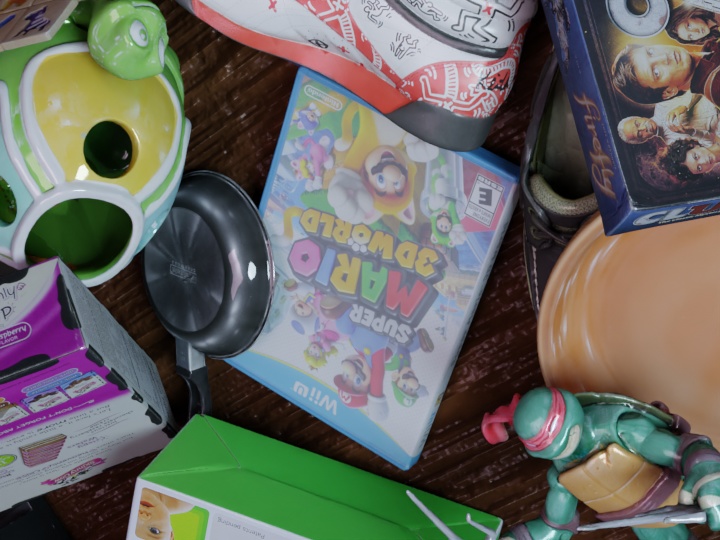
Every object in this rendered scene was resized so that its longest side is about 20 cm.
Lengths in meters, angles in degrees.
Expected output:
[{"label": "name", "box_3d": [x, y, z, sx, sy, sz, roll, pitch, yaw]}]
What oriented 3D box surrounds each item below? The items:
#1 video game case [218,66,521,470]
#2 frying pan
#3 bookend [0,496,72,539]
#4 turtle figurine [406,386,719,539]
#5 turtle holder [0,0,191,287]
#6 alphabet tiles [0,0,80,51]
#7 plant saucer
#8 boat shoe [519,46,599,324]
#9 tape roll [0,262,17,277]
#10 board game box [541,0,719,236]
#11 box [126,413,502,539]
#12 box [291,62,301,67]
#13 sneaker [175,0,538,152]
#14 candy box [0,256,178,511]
[{"label": "video game case", "box_3d": [0.000, 0.000, 0.872, 0.143, 0.018, 0.200, 29, 121, 19]}, {"label": "frying pan", "box_3d": [-0.109, 0.027, 0.933, 0.115, 0.031, 0.190, 44, 124, 30]}, {"label": "bookend", "box_3d": [-0.247, 0.275, 0.994, 0.092, 0.200, 0.199, -36, 87, 32]}, {"label": "turtle figurine", "box_3d": [0.131, 0.109, 0.723, 0.200, 0.101, 0.150, 28, 145, -24]}, {"label": "turtle holder", "box_3d": [-0.150, -0.075, 0.854, 0.185, 0.141, 0.132, -33, 47, 21]}, {"label": "alphabet tiles", "box_3d": [-0.157, -0.172, 0.833, 0.200, 0.167, 0.008, -7, 130, 33]}, {"label": "plant saucer", "box_3d": [0.187, 0.032, 0.740, 0.200, 0.037, 0.201, 7, 124, 11]}, {"label": "boat shoe", "box_3d": [0.110, -0.041, 0.774, 0.072, 0.066, 0.201, 12, 111, 24]}, {"label": "tape roll", "box_3d": [-0.333, 0.004, 0.972, 0.202, 0.139, 0.203, 10, 121, 18]}, {"label": "board game box", "box_3d": [0.147, -0.124, 0.663, 0.035, 0.135, 0.201, 125, 133, -72]}, {"label": "box", "box_3d": [-0.037, 0.206, 0.901, 0.200, 0.097, 0.177, 18, 113, 12]}, {"label": "box", "box_3d": [-0.004, -0.195, 0.813, 0.121, 0.032, 0.200, 27, 117, 20]}, {"label": "sneaker", "box_3d": [-0.004, -0.152, 0.770, 0.201, 0.067, 0.108, 30, 118, 14]}, {"label": "candy box", "box_3d": [-0.198, 0.073, 0.881, 0.136, 0.200, 0.061, -21, 67, 0]}]
